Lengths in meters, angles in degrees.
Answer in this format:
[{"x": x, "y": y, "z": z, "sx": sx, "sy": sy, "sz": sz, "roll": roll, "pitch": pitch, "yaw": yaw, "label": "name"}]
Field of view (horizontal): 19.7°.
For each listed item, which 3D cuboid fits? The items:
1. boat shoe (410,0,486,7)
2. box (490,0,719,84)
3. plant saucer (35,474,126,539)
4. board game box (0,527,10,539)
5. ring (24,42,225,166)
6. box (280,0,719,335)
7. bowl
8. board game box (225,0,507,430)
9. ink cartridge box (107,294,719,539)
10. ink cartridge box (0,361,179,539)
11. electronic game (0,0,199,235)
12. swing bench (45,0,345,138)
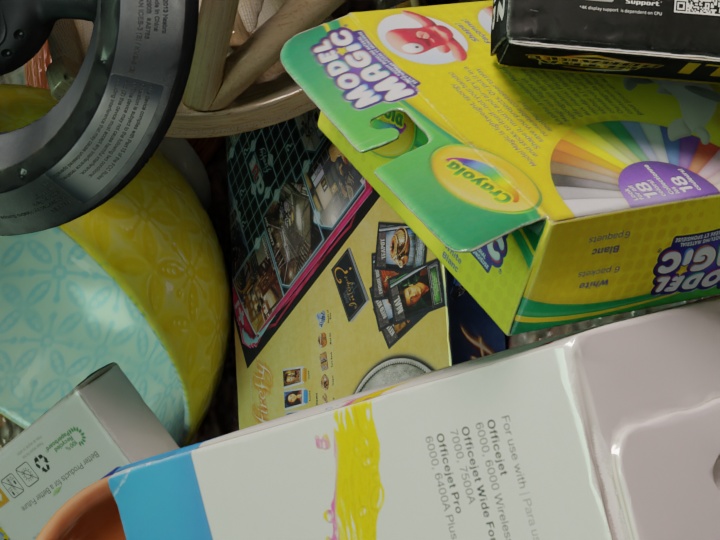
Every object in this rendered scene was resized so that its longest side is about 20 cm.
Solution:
[{"x": 0.042, "y": -0.091, "z": 0.759, "sx": 0.073, "sy": 0.062, "sz": 0.201, "roll": 23, "pitch": 131, "yaw": 46, "label": "boat shoe"}, {"x": 0.143, "y": -0.134, "z": 0.615, "sx": 0.049, "sy": 0.198, "sz": 0.161, "roll": 104, "pitch": 170, "yaw": -87, "label": "box"}, {"x": -0.045, "y": 0.164, "z": 0.773, "sx": 0.037, "sy": 0.199, "sz": 0.201, "roll": -49, "pitch": 52, "yaw": 36, "label": "plant saucer"}, {"x": -0.199, "y": 0.204, "z": 1.013, "sx": 0.105, "sy": 0.103, "sz": 0.201, "roll": -35, "pitch": 61, "yaw": 40, "label": "board game box"}, {"x": -0.114, "y": -0.129, "z": 1.019, "sx": 0.200, "sy": 0.019, "sz": 0.202, "roll": -8, "pitch": 79, "yaw": 47, "label": "ring"}, {"x": 0.079, "y": -0.040, "z": 0.657, "sx": 0.117, "sy": 0.199, "sz": 0.049, "roll": 50, "pitch": 134, "yaw": 39, "label": "box"}, {"x": -0.129, "y": -0.018, "z": 0.940, "sx": 0.199, "sy": 0.201, "sz": 0.108, "roll": -3, "pitch": 41, "yaw": 48, "label": "bowl"}, {"x": 0.000, "y": 0.000, "z": 0.865, "sx": 0.135, "sy": 0.034, "sz": 0.202, "roll": -13, "pitch": 76, "yaw": 46, "label": "board game box"}, {"x": 0.050, "y": 0.102, "z": 0.687, "sx": 0.199, "sy": 0.147, "sz": 0.146, "roll": -19, "pitch": 85, "yaw": 40, "label": "ink cartridge box"}, {"x": -0.081, "y": 0.145, "z": 0.903, "sx": 0.095, "sy": 0.037, "sz": 0.201, "roll": -36, "pitch": 89, "yaw": 39, "label": "ink cartridge box"}, {"x": -0.146, "y": -0.112, "z": 0.779, "sx": 0.199, "sy": 0.042, "sz": 0.201, "roll": 8, "pitch": 107, "yaw": 28, "label": "electronic game"}, {"x": -0.050, "y": -0.184, "z": 0.852, "sx": 0.200, "sy": 0.129, "sz": 0.200, "roll": -54, "pitch": 39, "yaw": 30, "label": "swing bench"}]
